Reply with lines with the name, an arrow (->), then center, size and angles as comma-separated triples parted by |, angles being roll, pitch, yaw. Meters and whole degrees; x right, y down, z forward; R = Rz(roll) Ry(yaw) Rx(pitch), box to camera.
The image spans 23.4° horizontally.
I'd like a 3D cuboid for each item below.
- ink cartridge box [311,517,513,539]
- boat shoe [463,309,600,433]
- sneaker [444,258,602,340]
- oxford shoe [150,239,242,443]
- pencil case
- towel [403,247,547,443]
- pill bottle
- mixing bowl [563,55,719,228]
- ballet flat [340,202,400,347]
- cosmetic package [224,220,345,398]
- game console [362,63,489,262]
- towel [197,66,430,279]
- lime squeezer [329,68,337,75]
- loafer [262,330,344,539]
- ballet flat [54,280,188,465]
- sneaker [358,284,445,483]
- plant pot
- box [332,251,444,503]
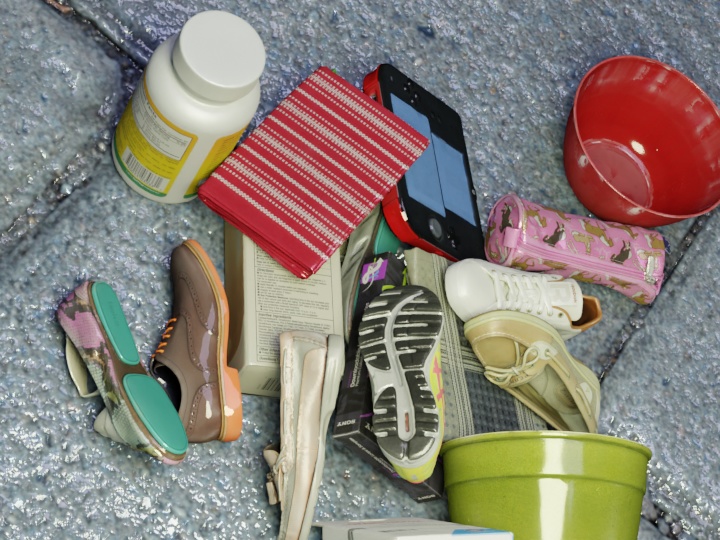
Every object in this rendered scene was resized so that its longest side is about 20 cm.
ink cartridge box -> 0.040, 0.261, 1.546 | 0.115, 0.200, 0.067 | 1, 86, -23
boat shoe -> 0.171, 0.104, 1.686 | 0.201, 0.073, 0.063 | 42, 36, -42
sneaker -> 0.165, 0.022, 1.714 | 0.199, 0.084, 0.073 | 16, 60, -47
oxford shoe -> -0.161, 0.064, 1.620 | 0.072, 0.071, 0.201 | -4, 65, -20
pencil case -> 0.226, -0.022, 1.823 | 0.199, 0.086, 0.083 | 14, 66, -21
towel -> 0.112, 0.087, 1.708 | 0.192, 0.034, 0.201 | 17, 58, -47
pill bottle -> -0.161, -0.158, 1.657 | 0.112, 0.200, 0.113 | 10, 60, -18
mixing bowl -> 0.297, -0.123, 1.902 | 0.199, 0.108, 0.201 | 11, 60, -20
ballet flat -> 0.000, 0.000, 1.735 | 0.067, 0.063, 0.201 | 52, 43, -42
cosmetic package -> -0.076, 0.020, 1.679 | 0.104, 0.071, 0.201 | 9, 61, -19
game console -> 0.071, -0.104, 1.789 | 0.176, 0.031, 0.201 | 23, 51, -49
towel -> -0.045, -0.097, 1.679 | 0.144, 0.023, 0.200 | 36, 63, 12
lime squeezer -> 0.007, -0.117, 1.796 | 0.201, 0.070, 0.038 | 56, 35, -16
loafer -> -0.061, 0.153, 1.588 | 0.062, 0.072, 0.202 | 11, 92, -5
ballet flat -> -0.222, 0.103, 1.571 | 0.069, 0.071, 0.201 | 14, 42, -60
sneaker -> 0.041, 0.105, 1.590 | 0.078, 0.091, 0.201 | -3, 53, 9
plant pot -> 0.170, 0.262, 1.601 | 0.199, 0.200, 0.194 | 9, 72, -20
box -> 0.042, 0.103, 1.670 | 0.143, 0.036, 0.201 | 40, 49, -39
